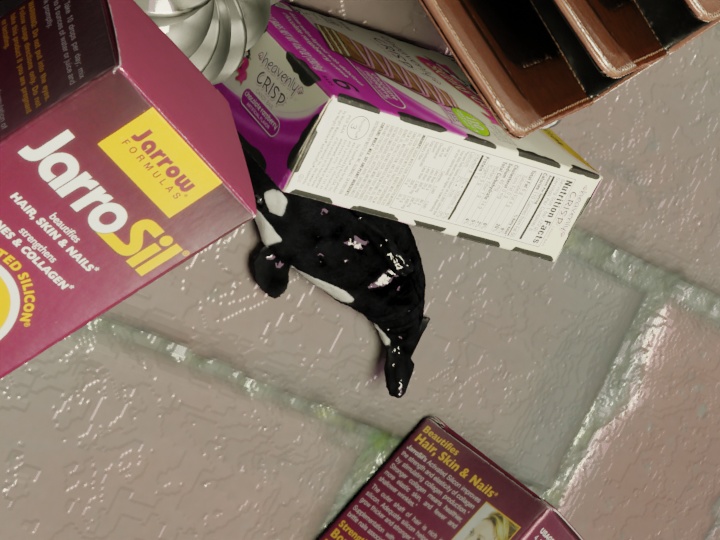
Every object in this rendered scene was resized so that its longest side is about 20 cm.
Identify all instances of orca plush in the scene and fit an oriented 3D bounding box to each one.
[{"bbox_3d":[0.000,0.000,1.193,0.105,0.071,0.201,-33,127,-19],"label":"orca plush"}]

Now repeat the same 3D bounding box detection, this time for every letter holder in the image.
[{"bbox_3d":[0.075,-0.178,0.969,0.100,0.201,0.142,-32,178,27],"label":"letter holder"}]

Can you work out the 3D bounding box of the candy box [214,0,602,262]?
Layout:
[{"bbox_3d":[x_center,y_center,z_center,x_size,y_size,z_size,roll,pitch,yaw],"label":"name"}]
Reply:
[{"bbox_3d":[0.017,-0.080,1.121,0.199,0.136,0.061,14,114,-40],"label":"candy box"}]

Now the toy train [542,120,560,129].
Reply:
[{"bbox_3d":[0.097,-0.177,1.129,0.114,0.085,0.201,47,45,-41],"label":"toy train"}]

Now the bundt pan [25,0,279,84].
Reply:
[{"bbox_3d":[-0.077,-0.167,0.988,0.202,0.075,0.202,-60,168,-22],"label":"bundt pan"}]

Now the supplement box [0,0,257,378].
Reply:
[{"bbox_3d":[-0.160,-0.030,0.914,0.199,0.086,0.110,-32,132,12],"label":"supplement box"}]

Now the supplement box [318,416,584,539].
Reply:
[{"bbox_3d":[0.037,0.215,1.285,0.200,0.131,0.103,-47,132,-7],"label":"supplement box"}]
